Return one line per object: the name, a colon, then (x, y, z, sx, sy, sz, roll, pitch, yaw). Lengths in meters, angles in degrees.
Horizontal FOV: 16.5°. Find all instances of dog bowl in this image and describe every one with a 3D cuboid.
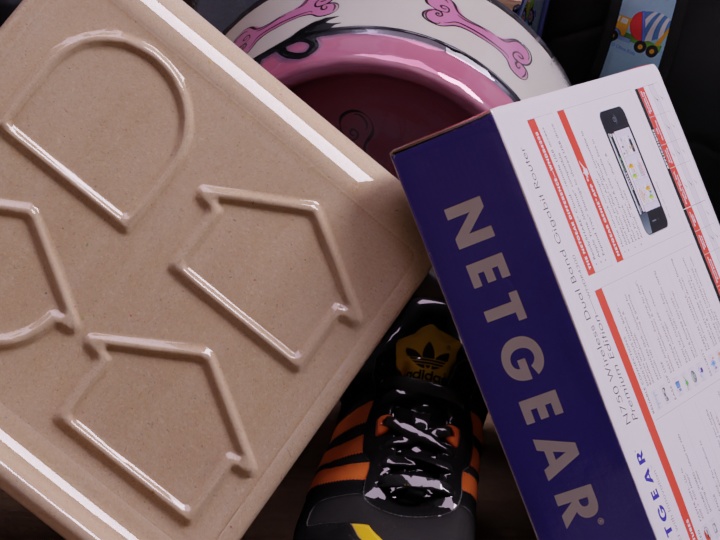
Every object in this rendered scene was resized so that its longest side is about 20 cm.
dog bowl: (0.007, -0.038, 1.174, 0.199, 0.201, 0.074, 11, 29, 3)

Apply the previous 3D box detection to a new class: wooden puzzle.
wooden puzzle: (-0.088, 0.001, 0.931, 0.185, 0.200, 0.046, 39, -26, -9)

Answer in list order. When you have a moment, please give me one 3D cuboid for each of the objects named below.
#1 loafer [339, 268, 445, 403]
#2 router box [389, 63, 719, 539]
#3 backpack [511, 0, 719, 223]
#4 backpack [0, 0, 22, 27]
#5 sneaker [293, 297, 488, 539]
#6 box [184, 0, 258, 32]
loafer: (0.000, 0.000, 1.082, 0.075, 0.200, 0.070, -27, 58, 3)
router box: (0.104, 0.023, 1.009, 0.049, 0.201, 0.179, -21, -1, 29)
backpack: (0.157, -0.115, 1.247, 0.182, 0.201, 0.135, 5, 27, -8)
backpack: (-0.148, -0.039, 1.024, 0.190, 0.201, 0.154, -14, -4, 8)
sneaker: (0.015, 0.069, 0.974, 0.070, 0.090, 0.200, 10, 15, 0)
box: (-0.076, -0.095, 1.283, 0.122, 0.201, 0.106, -3, 21, -40)
